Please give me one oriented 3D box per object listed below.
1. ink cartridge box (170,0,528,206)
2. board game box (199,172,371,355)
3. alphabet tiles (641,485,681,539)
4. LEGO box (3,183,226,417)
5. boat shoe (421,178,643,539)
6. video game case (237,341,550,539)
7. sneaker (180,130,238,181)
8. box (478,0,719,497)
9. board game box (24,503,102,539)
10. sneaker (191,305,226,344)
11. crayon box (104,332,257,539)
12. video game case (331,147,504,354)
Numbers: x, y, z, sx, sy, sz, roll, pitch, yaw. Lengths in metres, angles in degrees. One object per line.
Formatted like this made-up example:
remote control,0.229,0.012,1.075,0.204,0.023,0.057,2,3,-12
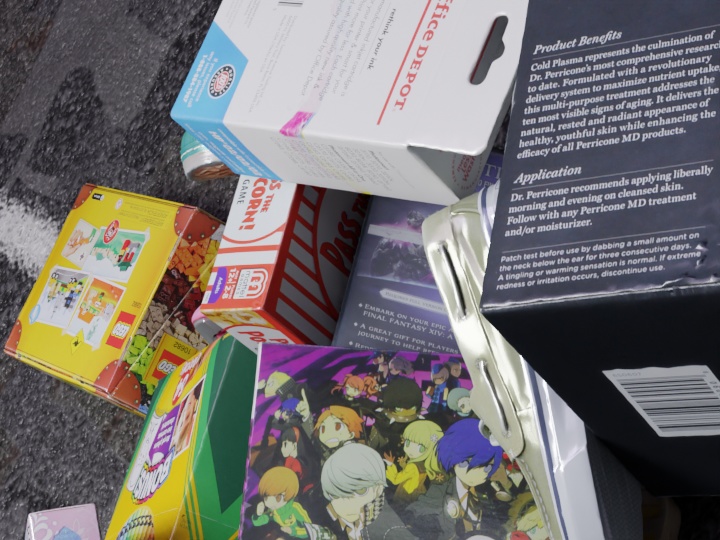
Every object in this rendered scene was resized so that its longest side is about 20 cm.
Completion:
ink cartridge box,0.014,-0.102,0.976,0.199,0.068,0.116,11,70,38
board game box,0.000,0.000,1.103,0.046,0.200,0.153,-3,62,35
alphabet tiles,0.145,0.065,1.026,0.195,0.015,0.202,-12,55,50
LEGO box,-0.170,0.025,1.442,0.199,0.077,0.150,14,77,57
boat shoe,0.084,0.057,0.923,0.062,0.072,0.202,-18,83,25
video game case,0.038,0.131,0.958,0.036,0.198,0.183,81,-166,-67
sneaker,-0.059,-0.103,1.153,0.071,0.200,0.081,-11,96,21
box,0.160,-0.026,0.881,0.123,0.200,0.198,-6,58,31
board game box,-0.165,0.253,1.131,0.199,0.043,0.202,126,135,-70
sneaker,-0.026,0.010,1.270,0.199,0.079,0.096,-7,38,47
crayon box,-0.109,0.142,1.227,0.200,0.058,0.174,-34,35,66
video game case,0.061,0.025,1.044,0.019,0.142,0.202,107,178,-65
